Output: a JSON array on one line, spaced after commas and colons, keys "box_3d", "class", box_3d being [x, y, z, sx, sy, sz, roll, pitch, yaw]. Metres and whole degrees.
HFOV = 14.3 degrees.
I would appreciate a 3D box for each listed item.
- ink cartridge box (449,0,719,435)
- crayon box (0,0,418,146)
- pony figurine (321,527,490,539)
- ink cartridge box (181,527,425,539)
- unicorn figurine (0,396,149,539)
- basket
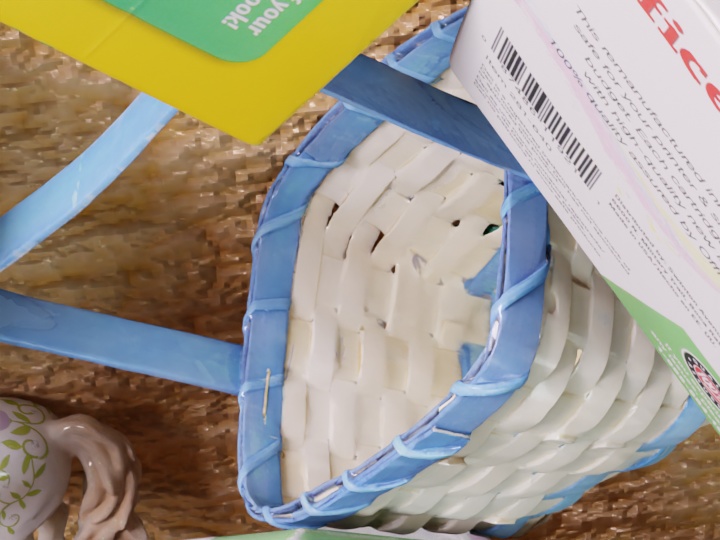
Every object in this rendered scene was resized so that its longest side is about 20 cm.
[{"box_3d": [0.101, -0.038, 0.649, 0.084, 0.145, 0.200, -35, 174, -9], "class": "ink cartridge box"}, {"box_3d": [-0.032, -0.132, 0.630, 0.172, 0.059, 0.200, 24, 135, -30], "class": "crayon box"}, {"box_3d": [0.069, 0.154, 1.073, 0.192, 0.167, 0.200, -24, 158, 19], "class": "pony figurine"}, {"box_3d": [-0.025, 0.134, 0.935, 0.145, 0.088, 0.200, 9, 166, -36], "class": "ink cartridge box"}, {"box_3d": [-0.171, 0.078, 0.995, 0.199, 0.074, 0.138, -11, 137, -18], "class": "unicorn figurine"}, {"box_3d": [0.000, 0.000, 0.846, 0.199, 0.140, 0.176, 15, 150, -31], "class": "basket"}]
